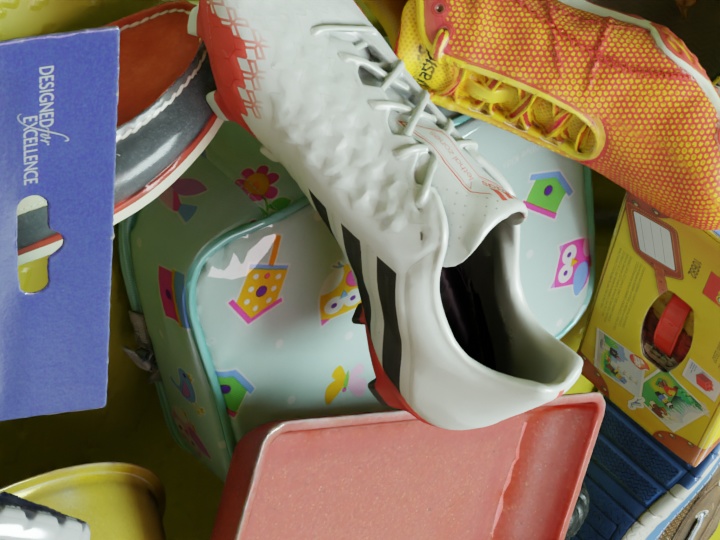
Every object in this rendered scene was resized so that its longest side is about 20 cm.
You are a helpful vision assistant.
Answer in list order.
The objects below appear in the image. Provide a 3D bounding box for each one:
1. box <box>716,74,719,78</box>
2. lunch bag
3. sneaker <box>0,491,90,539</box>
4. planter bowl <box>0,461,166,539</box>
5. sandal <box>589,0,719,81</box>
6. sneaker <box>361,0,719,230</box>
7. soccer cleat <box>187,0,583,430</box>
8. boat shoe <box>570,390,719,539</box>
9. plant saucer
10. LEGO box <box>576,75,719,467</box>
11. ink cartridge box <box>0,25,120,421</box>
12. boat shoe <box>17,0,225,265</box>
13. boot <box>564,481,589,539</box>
[{"bbox_3d":[0.226,-0.192,0.948,0.160,0.044,0.200,-18,127,-30],"label":"box"},{"bbox_3d":[0.000,0.000,0.861,0.200,0.077,0.161,-30,134,-22],"label":"lunch bag"},{"bbox_3d":[-0.174,0.102,0.655,0.200,0.075,0.082,13,86,-35],"label":"sneaker"},{"bbox_3d":[-0.136,0.166,0.797,0.200,0.084,0.200,-32,159,-14],"label":"planter bowl"},{"bbox_3d":[0.138,-0.156,0.866,0.080,0.054,0.200,7,123,-10],"label":"sandal"},{"bbox_3d":[0.056,-0.074,0.781,0.077,0.200,0.073,-42,160,-26],"label":"sneaker"},{"bbox_3d":[0.012,-0.035,0.737,0.069,0.085,0.200,-37,109,-38],"label":"soccer cleat"},{"bbox_3d":[0.143,0.106,1.066,0.072,0.072,0.200,7,122,-48],"label":"boat shoe"},{"bbox_3d":[-0.001,0.138,0.860,0.200,0.037,0.200,-2,113,-47],"label":"plant saucer"},{"bbox_3d":[0.174,-0.023,0.907,0.149,0.077,0.200,-45,164,-18],"label":"LEGO box"},{"bbox_3d":[-0.172,0.014,0.661,0.199,0.047,0.198,-5,143,-11],"label":"ink cartridge box"},{"bbox_3d":[-0.130,-0.039,0.733,0.200,0.071,0.063,-33,136,-12],"label":"boat shoe"},{"bbox_3d":[0.004,0.162,0.968,0.211,0.079,0.158,-16,134,-45],"label":"boot"}]
